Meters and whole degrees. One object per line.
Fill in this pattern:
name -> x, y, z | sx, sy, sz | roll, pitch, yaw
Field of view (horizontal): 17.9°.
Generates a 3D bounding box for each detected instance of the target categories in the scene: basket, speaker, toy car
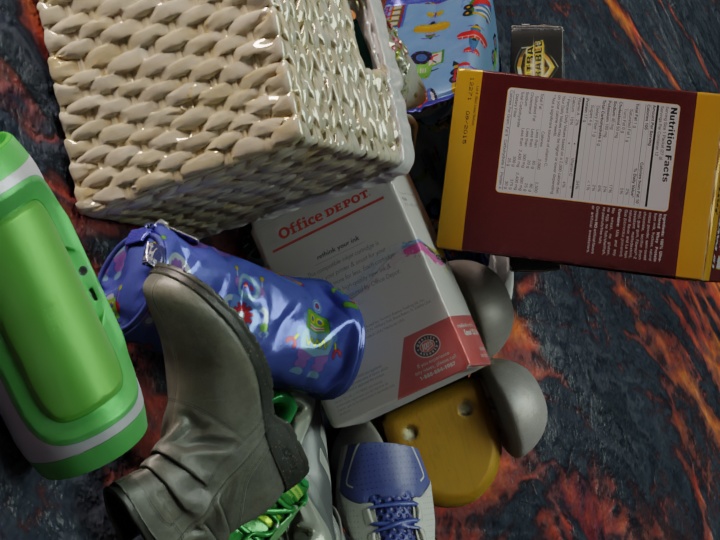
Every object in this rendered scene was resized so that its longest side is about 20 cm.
basket -> -0.094, -0.141, 1.574 | 0.161, 0.199, 0.200 | 4, 72, -64
speaker -> -0.200, 0.022, 1.371 | 0.201, 0.088, 0.089 | 67, 24, -18
toy car -> 0.041, 0.088, 1.824 | 0.150, 0.174, 0.201 | -161, -129, -76

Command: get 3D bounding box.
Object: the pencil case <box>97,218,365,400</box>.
pencil case -> -0.087, 0.027, 1.554 | 0.199, 0.078, 0.087 | 20, 81, -37

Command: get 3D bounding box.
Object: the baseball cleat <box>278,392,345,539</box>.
baseball cleat -> -0.052, 0.148, 1.677 | 0.106, 0.069, 0.201 | 54, 31, -70

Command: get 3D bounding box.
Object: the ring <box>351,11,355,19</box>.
ring -> -0.073, -0.201, 1.757 | 0.199, 0.019, 0.201 | 15, 49, -18

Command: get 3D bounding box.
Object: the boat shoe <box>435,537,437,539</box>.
boat shoe -> 0.091, 0.299, 1.885 | 0.201, 0.064, 0.072 | 68, 25, -13

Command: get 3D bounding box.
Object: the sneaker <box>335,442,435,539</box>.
sneaker -> 0.034, 0.227, 1.691 | 0.115, 0.080, 0.201 | 165, -76, -75

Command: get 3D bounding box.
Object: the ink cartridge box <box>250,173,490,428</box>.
ink cartridge box -> 0.000, 0.000, 1.663 | 0.201, 0.116, 0.067 | 67, 16, 7

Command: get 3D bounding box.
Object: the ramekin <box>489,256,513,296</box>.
ramekin -> 0.044, -0.040, 1.942 | 0.200, 0.104, 0.201 | 47, 35, -49

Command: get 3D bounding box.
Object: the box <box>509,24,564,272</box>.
box -> 0.149, -0.104, 1.913 | 0.159, 0.046, 0.202 | -46, 136, -83

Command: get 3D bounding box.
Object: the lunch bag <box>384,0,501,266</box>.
lunch bag -> 0.076, -0.101, 1.840 | 0.151, 0.093, 0.201 | -77, 155, -48

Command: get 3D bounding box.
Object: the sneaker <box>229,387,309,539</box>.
sneaker -> -0.080, 0.160, 1.560 | 0.074, 0.083, 0.201 | 48, 35, -47

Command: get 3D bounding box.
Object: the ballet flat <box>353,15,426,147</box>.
ballet flat -> 0.014, -0.117, 1.696 | 0.201, 0.064, 0.076 | 102, -31, -46

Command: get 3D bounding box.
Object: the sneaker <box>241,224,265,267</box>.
sneaker -> -0.039, -0.047, 1.816 | 0.201, 0.077, 0.087 | -66, 144, -44

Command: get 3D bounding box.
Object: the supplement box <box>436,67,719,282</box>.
supplement box -> 0.182, -0.068, 1.715 | 0.197, 0.199, 0.134 | 3, 94, -74

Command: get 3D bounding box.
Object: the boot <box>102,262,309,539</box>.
boot -> -0.115, 0.106, 1.458 | 0.131, 0.067, 0.201 | -43, 126, -27
